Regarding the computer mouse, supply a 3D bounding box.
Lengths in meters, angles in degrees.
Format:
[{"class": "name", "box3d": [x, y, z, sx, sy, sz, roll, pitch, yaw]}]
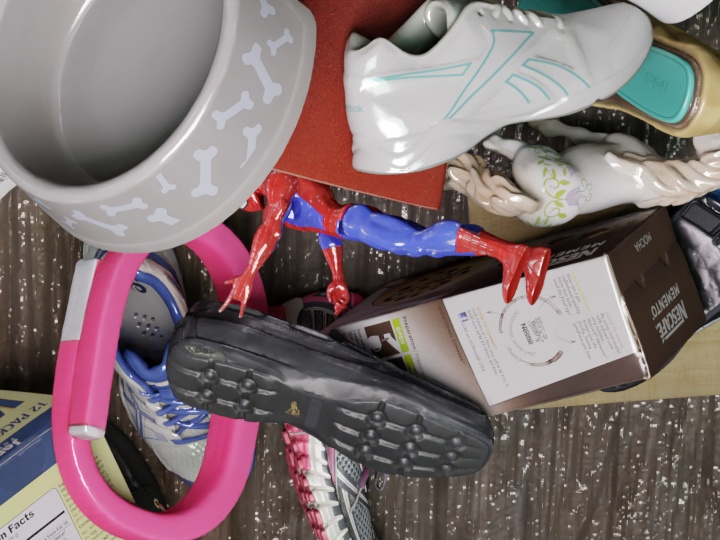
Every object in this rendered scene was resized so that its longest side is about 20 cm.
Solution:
[{"class": "computer mouse", "box3d": [0.225, 0.017, 1.770, 0.140, 0.046, 0.200, 44, 110, 3]}]

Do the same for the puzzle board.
[{"class": "puzzle board", "box3d": [0.170, 0.011, 1.816, 0.198, 0.017, 0.152, -5, 110, 0]}]

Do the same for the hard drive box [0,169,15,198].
[{"class": "hard drive box", "box3d": [-0.292, -0.077, 1.675, 0.156, 0.200, 0.077, -41, 66, 13]}]

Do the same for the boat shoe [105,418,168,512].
[{"class": "boat shoe", "box3d": [-0.149, 0.170, 1.837, 0.073, 0.063, 0.202, -31, 111, -13]}]

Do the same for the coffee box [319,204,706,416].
[{"class": "coffee box", "box3d": [0.092, 0.034, 1.730, 0.199, 0.113, 0.080, -16, 99, 29]}]

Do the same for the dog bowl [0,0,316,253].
[{"class": "dog bowl", "box3d": [-0.120, -0.112, 1.513, 0.200, 0.200, 0.059, -46, 144, 15]}]

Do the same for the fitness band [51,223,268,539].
[{"class": "fitness band", "box3d": [-0.115, 0.062, 1.712, 0.143, 0.037, 0.202, 22, 70, -42]}]

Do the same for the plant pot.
[{"class": "plant pot", "box3d": [-0.058, -0.156, 1.631, 0.199, 0.199, 0.178, 11, 97, -52]}]

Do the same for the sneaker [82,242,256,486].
[{"class": "sneaker", "box3d": [-0.125, 0.065, 1.793, 0.075, 0.088, 0.201, -23, 111, 6]}]

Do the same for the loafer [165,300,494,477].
[{"class": "loafer", "box3d": [-0.015, 0.065, 1.685, 0.199, 0.071, 0.068, 18, 134, -1]}]

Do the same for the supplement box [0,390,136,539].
[{"class": "supplement box", "box3d": [-0.229, 0.191, 1.762, 0.134, 0.199, 0.201, -37, 114, -33]}]

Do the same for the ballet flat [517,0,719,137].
[{"class": "ballet flat", "box3d": [0.163, -0.121, 1.686, 0.063, 0.200, 0.069, 5, 111, -32]}]

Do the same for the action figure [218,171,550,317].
[{"class": "action figure", "box3d": [0.000, 0.000, 1.664, 0.199, 0.065, 0.100, 21, 94, 23]}]

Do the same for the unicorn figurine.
[{"class": "unicorn figurine", "box3d": [0.140, -0.065, 1.719, 0.199, 0.137, 0.074, -28, 122, -29]}]

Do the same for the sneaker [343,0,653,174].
[{"class": "sneaker", "box3d": [0.078, -0.119, 1.583, 0.199, 0.070, 0.081, -23, 109, -27]}]

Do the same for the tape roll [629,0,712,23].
[{"class": "tape roll", "box3d": [0.196, -0.242, 1.622, 0.070, 0.203, 0.203, 29, 108, -12]}]

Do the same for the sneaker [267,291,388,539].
[{"class": "sneaker", "box3d": [-0.009, 0.110, 1.817, 0.074, 0.081, 0.201, -17, 113, -8]}]
